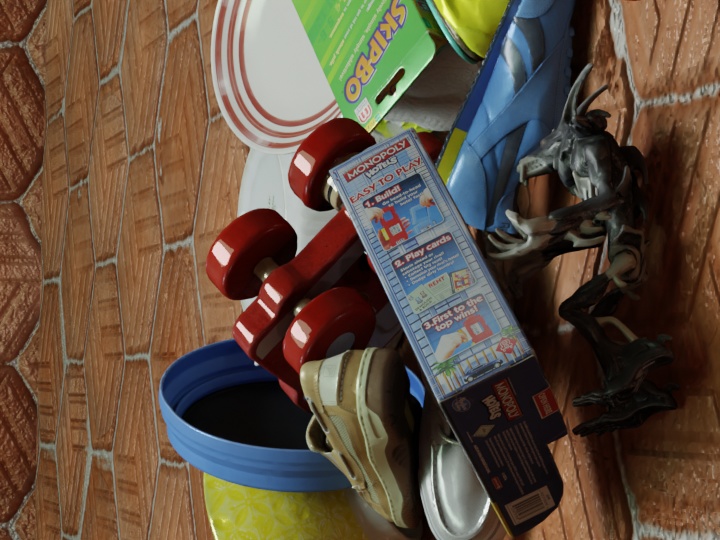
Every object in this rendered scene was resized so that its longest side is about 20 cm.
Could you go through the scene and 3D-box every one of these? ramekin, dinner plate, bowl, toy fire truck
[{"bbox_3d":[-0.032,-0.029,1.746,0.200,0.104,0.202,-178,90,-72],"label":"ramekin"},{"bbox_3d":[-0.043,-0.185,1.637,0.199,0.024,0.202,-12,73,44],"label":"dinner plate"},{"bbox_3d":[-0.050,0.105,1.608,0.201,0.199,0.040,-126,36,-63],"label":"bowl"},{"bbox_3d":[-0.018,0.192,1.637,0.107,0.200,0.201,-30,46,17],"label":"bowl"},{"bbox_3d":[0.000,0.000,1.502,0.112,0.200,0.168,43,180,28],"label":"toy fire truck"}]

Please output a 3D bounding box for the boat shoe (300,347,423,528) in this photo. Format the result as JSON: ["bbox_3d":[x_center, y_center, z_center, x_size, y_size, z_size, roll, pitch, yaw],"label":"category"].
[{"bbox_3d":[0.001,0.110,1.471,0.201,0.075,0.072,75,-158,-53],"label":"boat shoe"}]

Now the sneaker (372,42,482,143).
[{"bbox_3d":[0.035,-0.143,1.598,0.200,0.075,0.106,-43,34,51],"label":"sneaker"}]

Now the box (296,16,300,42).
[{"bbox_3d":[-0.032,-0.177,1.770,0.200,0.099,0.096,157,114,-70],"label":"box"}]

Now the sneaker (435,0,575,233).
[{"bbox_3d":[0.112,-0.120,1.391,0.066,0.078,0.201,-45,-21,-80],"label":"sneaker"}]

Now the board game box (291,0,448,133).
[{"bbox_3d":[0.000,-0.188,1.547,0.096,0.030,0.201,-48,44,29],"label":"board game box"}]

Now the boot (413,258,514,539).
[{"bbox_3d":[0.061,0.086,1.431,0.095,0.073,0.202,24,-115,-68],"label":"boot"}]

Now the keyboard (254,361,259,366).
[{"bbox_3d":[-0.007,-0.002,1.619,0.200,0.011,0.056,-40,17,20],"label":"keyboard"}]

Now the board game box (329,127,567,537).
[{"bbox_3d":[0.055,0.027,1.283,0.200,0.061,0.201,62,-177,-58],"label":"board game box"}]

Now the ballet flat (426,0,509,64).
[{"bbox_3d":[0.051,-0.232,1.498,0.067,0.067,0.201,-43,66,22],"label":"ballet flat"}]

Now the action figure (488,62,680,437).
[{"bbox_3d":[0.122,-0.013,1.245,0.119,0.101,0.202,55,-156,-68],"label":"action figure"}]
